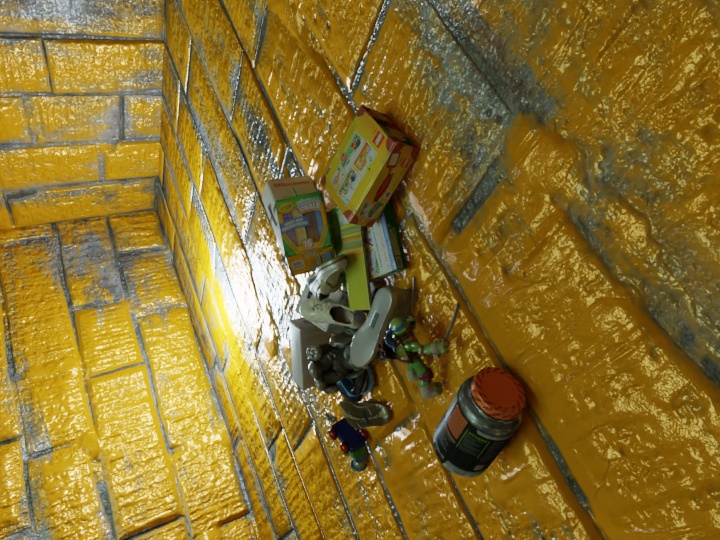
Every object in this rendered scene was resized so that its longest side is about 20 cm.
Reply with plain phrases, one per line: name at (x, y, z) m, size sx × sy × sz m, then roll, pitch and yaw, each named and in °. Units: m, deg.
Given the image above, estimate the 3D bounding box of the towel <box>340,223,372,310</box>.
towel at (-0.009, -0.009, 1.217) m, size 0.085 × 0.018 × 0.205 m, roll -7°, pitch 90°, yaw 54°

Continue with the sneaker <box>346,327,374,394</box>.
sneaker at (-0.029, 0.237, 1.407) m, size 0.071 × 0.081 × 0.203 m, roll 115°, pitch 136°, yaw -61°

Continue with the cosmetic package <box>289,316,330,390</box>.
cosmetic package at (-0.153, 0.249, 1.608) m, size 0.084 × 0.106 × 0.205 m, roll 26°, pitch 121°, yaw 53°

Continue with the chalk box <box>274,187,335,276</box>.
chalk box at (-0.138, -0.111, 1.310) m, size 0.125 × 0.121 × 0.204 m, roll 85°, pitch 173°, yaw -67°

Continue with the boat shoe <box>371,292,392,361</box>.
boat shoe at (0.049, 0.135, 1.266) m, size 0.068 × 0.056 × 0.204 m, roll 37°, pitch 132°, yaw 50°

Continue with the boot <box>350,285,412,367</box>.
boot at (0.054, 0.129, 1.178) m, size 0.073 × 0.094 × 0.203 m, roll 41°, pitch 114°, yaw 38°

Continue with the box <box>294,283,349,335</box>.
box at (-0.098, 0.097, 1.458) m, size 0.199 × 0.059 × 0.119 m, roll 20°, pitch 87°, yaw 56°

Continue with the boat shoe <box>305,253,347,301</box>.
boat shoe at (-0.072, 0.019, 1.255) m, size 0.069 × 0.074 × 0.200 m, roll 63°, pitch 155°, yaw 6°

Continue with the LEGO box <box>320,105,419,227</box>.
LEGO box at (0.014, -0.223, 1.125) m, size 0.201 × 0.076 × 0.150 m, roll -56°, pitch 50°, yaw 28°

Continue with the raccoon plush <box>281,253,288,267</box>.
raccoon plush at (-0.197, -0.096, 1.586) m, size 0.200 × 0.095 × 0.136 m, roll 45°, pitch 129°, yaw 44°

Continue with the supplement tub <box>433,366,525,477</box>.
supplement tub at (0.218, 0.278, 0.960) m, size 0.123 × 0.121 × 0.202 m, roll 54°, pitch 142°, yaw 35°

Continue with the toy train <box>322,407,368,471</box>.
toy train at (-0.048, 0.497, 1.549) m, size 0.199 × 0.084 × 0.118 m, roll 29°, pitch 138°, yaw 53°

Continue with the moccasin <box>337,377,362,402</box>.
moccasin at (-0.043, 0.314, 1.480) m, size 0.200 × 0.079 × 0.070 m, roll -129°, pitch 47°, yaw -60°

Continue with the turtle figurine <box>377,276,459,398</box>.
turtle figurine at (0.140, 0.154, 1.101) m, size 0.142 × 0.200 × 0.197 m, roll 9°, pitch 130°, yaw 35°

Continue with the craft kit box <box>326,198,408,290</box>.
craft kit box at (0.011, -0.074, 1.228) m, size 0.196 × 0.048 × 0.204 m, roll -21°, pitch 79°, yaw 45°

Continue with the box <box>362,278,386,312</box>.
box at (0.000, 0.000, 1.323) m, size 0.119 × 0.041 × 0.203 m, roll -48°, pitch 60°, yaw 53°

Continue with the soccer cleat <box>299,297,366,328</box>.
soccer cleat at (-0.078, 0.104, 1.322) m, size 0.196 × 0.077 × 0.071 m, roll 9°, pitch 82°, yaw 28°

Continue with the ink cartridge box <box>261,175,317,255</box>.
ink cartridge box at (-0.177, -0.157, 1.468) m, size 0.203 × 0.142 × 0.084 m, roll 66°, pitch 148°, yaw 21°

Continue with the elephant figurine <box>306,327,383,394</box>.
elephant figurine at (-0.024, 0.215, 1.297) m, size 0.142 × 0.197 × 0.157 m, roll 58°, pitch -171°, yaw -49°

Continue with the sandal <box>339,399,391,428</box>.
sandal at (0.019, 0.383, 1.418) m, size 0.198 × 0.053 × 0.082 m, roll -16°, pitch 92°, yaw 46°
